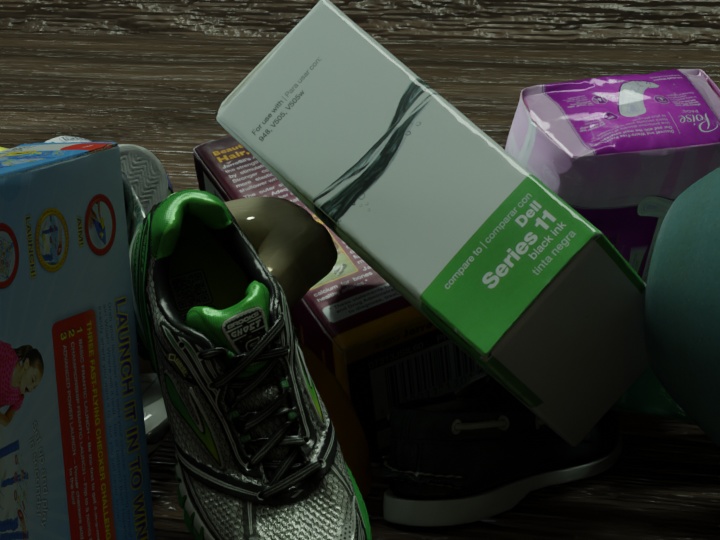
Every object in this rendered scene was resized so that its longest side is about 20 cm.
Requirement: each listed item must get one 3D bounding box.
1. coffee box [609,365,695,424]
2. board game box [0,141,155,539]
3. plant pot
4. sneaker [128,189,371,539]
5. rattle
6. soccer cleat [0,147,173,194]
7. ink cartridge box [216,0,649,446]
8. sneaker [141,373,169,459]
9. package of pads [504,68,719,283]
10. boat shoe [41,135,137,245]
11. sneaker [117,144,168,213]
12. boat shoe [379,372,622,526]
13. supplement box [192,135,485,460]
[{"bbox_3d":[0.214,0.056,1.514,0.199,0.044,0.123,10,8,-6],"label":"coffee box"},{"bbox_3d":[-0.165,0.057,1.241,0.056,0.201,0.196,0,9,25],"label":"board game box"},{"bbox_3d":[0.211,0.016,1.365,0.134,0.201,0.200,9,14,25],"label":"plant pot"},{"bbox_3d":[-0.055,0.057,1.294,0.078,0.201,0.085,-23,-18,-16],"label":"sneaker"},{"bbox_3d":[-0.080,0.034,1.468,0.200,0.143,0.130,1,52,49],"label":"rattle"},{"bbox_3d":[-0.209,-0.038,1.704,0.199,0.065,0.084,-4,19,1],"label":"soccer cleat"},{"bbox_3d":[0.042,-0.024,1.402,0.200,0.083,0.147,42,0,29],"label":"ink cartridge box"},{"bbox_3d":[-0.134,0.033,1.539,0.115,0.075,0.200,35,20,-1],"label":"sneaker"},{"bbox_3d":[0.127,-0.011,1.591,0.120,0.201,0.076,-7,43,-23],"label":"package of pads"},{"bbox_3d":[-0.154,0.038,1.375,0.071,0.201,0.068,19,9,-27],"label":"boat shoe"},{"bbox_3d":[-0.195,0.010,1.612,0.115,0.074,0.200,7,57,53],"label":"sneaker"},{"bbox_3d":[0.076,0.078,1.470,0.075,0.061,0.200,3,11,26],"label":"boat shoe"},{"bbox_3d":[0.000,0.000,1.579,0.110,0.086,0.200,-20,41,-16],"label":"supplement box"}]
